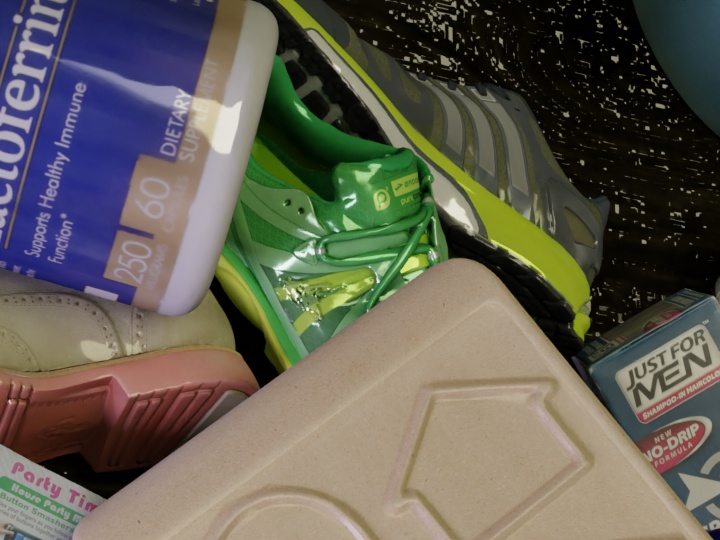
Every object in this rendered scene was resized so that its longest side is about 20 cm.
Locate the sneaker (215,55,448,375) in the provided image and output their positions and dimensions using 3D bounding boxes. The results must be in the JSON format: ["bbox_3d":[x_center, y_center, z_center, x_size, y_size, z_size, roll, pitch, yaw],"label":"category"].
[{"bbox_3d":[0.000,0.000,1.011,0.200,0.084,0.074,46,37,12],"label":"sneaker"}]

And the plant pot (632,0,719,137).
[{"bbox_3d":[0.241,-0.156,1.189,0.199,0.161,0.202,10,70,-28],"label":"plant pot"}]

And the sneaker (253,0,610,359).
[{"bbox_3d":[0.023,-0.051,1.090,0.200,0.074,0.081,44,48,-18],"label":"sneaker"}]

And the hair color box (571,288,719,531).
[{"bbox_3d":[0.161,0.108,1.088,0.060,0.100,0.201,-30,91,1],"label":"hair color box"}]

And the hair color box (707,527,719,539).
[{"bbox_3d":[0.094,0.196,0.980,0.200,0.065,0.110,-38,91,-21],"label":"hair color box"}]

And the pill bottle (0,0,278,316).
[{"bbox_3d":[-0.137,-0.064,0.943,0.199,0.116,0.116,16,66,-6],"label":"pill bottle"}]

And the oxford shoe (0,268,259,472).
[{"bbox_3d":[-0.136,0.032,0.974,0.199,0.071,0.074,1,53,-33],"label":"oxford shoe"}]

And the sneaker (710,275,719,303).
[{"bbox_3d":[0.226,0.064,1.169,0.201,0.074,0.088,60,33,-13],"label":"sneaker"}]

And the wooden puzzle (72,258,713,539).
[{"bbox_3d":[0.028,0.118,0.926,0.185,0.046,0.200,-35,75,-26],"label":"wooden puzzle"}]

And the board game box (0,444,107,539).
[{"bbox_3d":[-0.104,0.177,0.903,0.147,0.064,0.201,28,53,-10],"label":"board game box"}]
